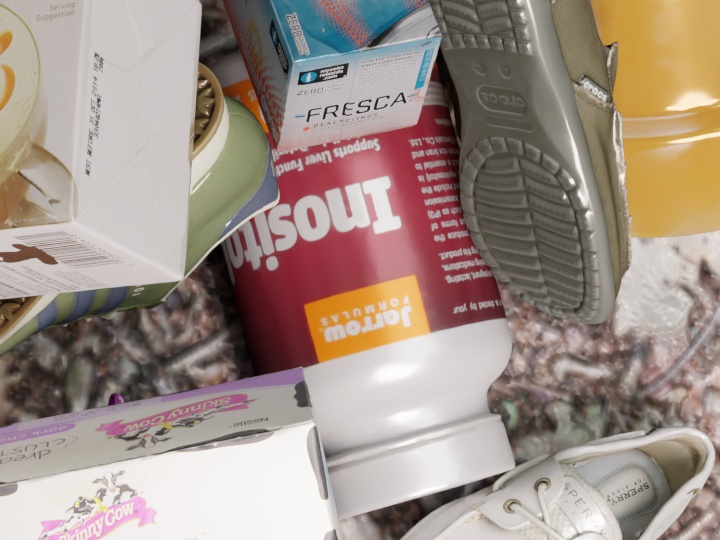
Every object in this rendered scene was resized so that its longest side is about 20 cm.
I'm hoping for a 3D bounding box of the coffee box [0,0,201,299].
[{"bbox_3d":[-0.166,-0.051,1.009,0.080,0.199,0.115,29,60,-57],"label":"coffee box"}]

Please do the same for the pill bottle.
[{"bbox_3d":[0.000,0.000,1.145,0.113,0.113,0.201,-13,84,-31],"label":"pill bottle"}]

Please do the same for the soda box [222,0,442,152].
[{"bbox_3d":[-0.031,-0.151,1.087,0.063,0.068,0.201,-13,63,-15],"label":"soda box"}]

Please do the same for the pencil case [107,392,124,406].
[{"bbox_3d":[-0.060,0.151,1.090,0.200,0.085,0.092,45,80,-14],"label":"pencil case"}]

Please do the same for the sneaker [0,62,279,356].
[{"bbox_3d":[-0.116,0.000,1.077,0.067,0.200,0.090,59,11,31],"label":"sneaker"}]

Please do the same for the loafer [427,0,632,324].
[{"bbox_3d":[0.081,-0.067,1.080,0.070,0.075,0.201,-40,133,-34],"label":"loafer"}]

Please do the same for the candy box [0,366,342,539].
[{"bbox_3d":[-0.082,0.153,1.009,0.167,0.072,0.201,-10,106,-1],"label":"candy box"}]

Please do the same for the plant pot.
[{"bbox_3d":[0.128,-0.147,1.163,0.200,0.200,0.184,-41,137,-30],"label":"plant pot"}]

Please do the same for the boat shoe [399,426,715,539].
[{"bbox_3d":[0.083,0.113,1.171,0.200,0.069,0.071,-29,81,-43],"label":"boat shoe"}]
